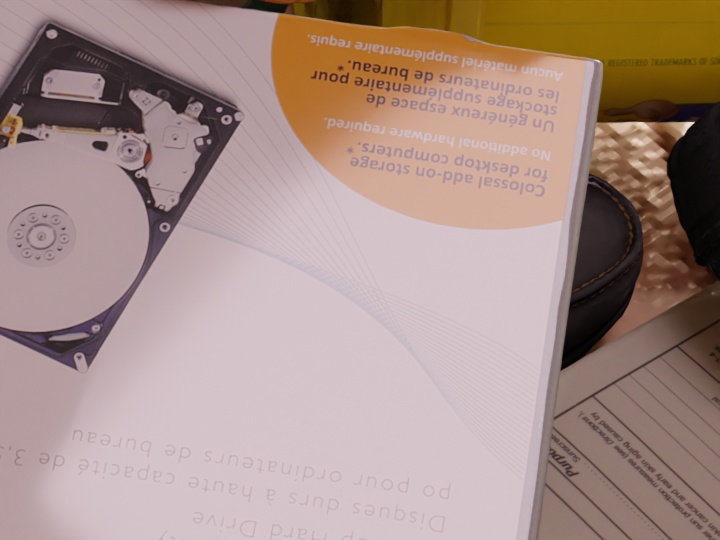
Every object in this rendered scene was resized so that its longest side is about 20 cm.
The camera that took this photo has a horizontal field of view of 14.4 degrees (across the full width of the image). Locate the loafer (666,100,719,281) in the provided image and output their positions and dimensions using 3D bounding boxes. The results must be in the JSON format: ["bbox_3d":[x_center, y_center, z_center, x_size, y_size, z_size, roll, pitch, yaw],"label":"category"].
[{"bbox_3d":[0.171,-0.013,0.740,0.200,0.068,0.071,-3,67,-29],"label":"loafer"}]

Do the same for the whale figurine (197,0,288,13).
[{"bbox_3d":[-0.097,-0.123,0.795,0.200,0.159,0.104,43,8,24],"label":"whale figurine"}]

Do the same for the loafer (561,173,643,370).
[{"bbox_3d":[0.000,0.000,0.745,0.200,0.072,0.073,-15,55,-35],"label":"loafer"}]

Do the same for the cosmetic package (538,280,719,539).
[{"bbox_3d":[0.097,0.066,0.723,0.200,0.071,0.105,-25,61,-40],"label":"cosmetic package"}]

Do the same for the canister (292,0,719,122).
[{"bbox_3d":[0.089,-0.096,0.824,0.200,0.087,0.149,-1,26,-12],"label":"canister"}]

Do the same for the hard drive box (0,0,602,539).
[{"bbox_3d":[-0.038,0.047,0.608,0.156,0.077,0.200,8,66,3],"label":"hard drive box"}]

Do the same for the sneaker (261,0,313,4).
[{"bbox_3d":[0.002,-0.130,0.678,0.076,0.092,0.200,15,25,19],"label":"sneaker"}]
